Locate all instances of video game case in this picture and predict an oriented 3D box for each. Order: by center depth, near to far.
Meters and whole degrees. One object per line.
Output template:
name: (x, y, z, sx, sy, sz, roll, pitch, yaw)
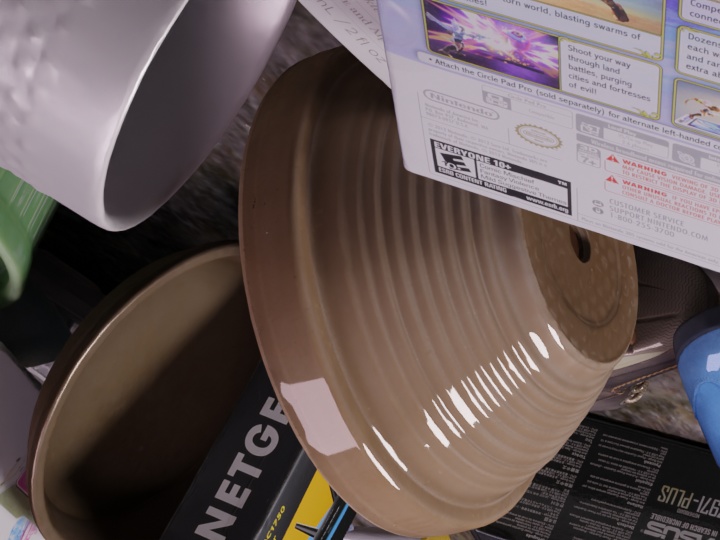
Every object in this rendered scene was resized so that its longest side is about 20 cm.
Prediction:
video game case: (0.102, -0.063, 0.573, 0.199, 0.046, 0.181, 19, 157, 16)

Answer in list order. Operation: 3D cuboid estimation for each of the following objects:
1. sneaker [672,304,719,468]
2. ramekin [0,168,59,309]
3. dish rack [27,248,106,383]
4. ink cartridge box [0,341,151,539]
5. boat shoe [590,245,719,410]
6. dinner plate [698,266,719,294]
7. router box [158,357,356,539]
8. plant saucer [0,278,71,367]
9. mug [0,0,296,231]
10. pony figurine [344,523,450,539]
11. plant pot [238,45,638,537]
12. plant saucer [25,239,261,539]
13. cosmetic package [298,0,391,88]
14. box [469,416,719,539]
sneaker: (0.187, 0.086, 0.840, 0.066, 0.079, 0.200, -16, 141, 16)
ramekin: (-0.243, -0.074, 1.035, 0.199, 0.098, 0.200, 23, 156, 11)
dish rack: (-0.222, 0.025, 1.287, 0.171, 0.044, 0.200, 36, 156, -16)
ink cartridge box: (-0.219, 0.101, 1.113, 0.144, 0.085, 0.200, 22, 157, 38)
boat shoe: (0.104, 0.025, 0.914, 0.073, 0.075, 0.200, 24, 165, -28)
dinner plate: (0.221, 0.045, 0.870, 0.200, 0.024, 0.200, 23, 157, 10)
router box: (-0.042, 0.121, 1.087, 0.051, 0.200, 0.149, 21, 156, 17)
plant saucer: (-0.275, 0.013, 1.220, 0.200, 0.039, 0.201, 24, 155, 12)
mug: (-0.120, -0.141, 0.737, 0.175, 0.148, 0.200, 32, 127, 9)
pony figurine: (-0.073, 0.158, 1.253, 0.200, 0.167, 0.193, -2, 177, 38)
plant pot: (0.046, -0.001, 0.772, 0.092, 0.201, 0.201, -14, 136, 31)
plant saucer: (-0.106, 0.068, 1.065, 0.029, 0.200, 0.200, 33, 162, 31)
cosmetic package: (0.066, -0.117, 0.642, 0.102, 0.074, 0.200, 40, 155, -27)
box: (0.182, 0.169, 1.086, 0.199, 0.086, 0.164, 14, 153, 29)
